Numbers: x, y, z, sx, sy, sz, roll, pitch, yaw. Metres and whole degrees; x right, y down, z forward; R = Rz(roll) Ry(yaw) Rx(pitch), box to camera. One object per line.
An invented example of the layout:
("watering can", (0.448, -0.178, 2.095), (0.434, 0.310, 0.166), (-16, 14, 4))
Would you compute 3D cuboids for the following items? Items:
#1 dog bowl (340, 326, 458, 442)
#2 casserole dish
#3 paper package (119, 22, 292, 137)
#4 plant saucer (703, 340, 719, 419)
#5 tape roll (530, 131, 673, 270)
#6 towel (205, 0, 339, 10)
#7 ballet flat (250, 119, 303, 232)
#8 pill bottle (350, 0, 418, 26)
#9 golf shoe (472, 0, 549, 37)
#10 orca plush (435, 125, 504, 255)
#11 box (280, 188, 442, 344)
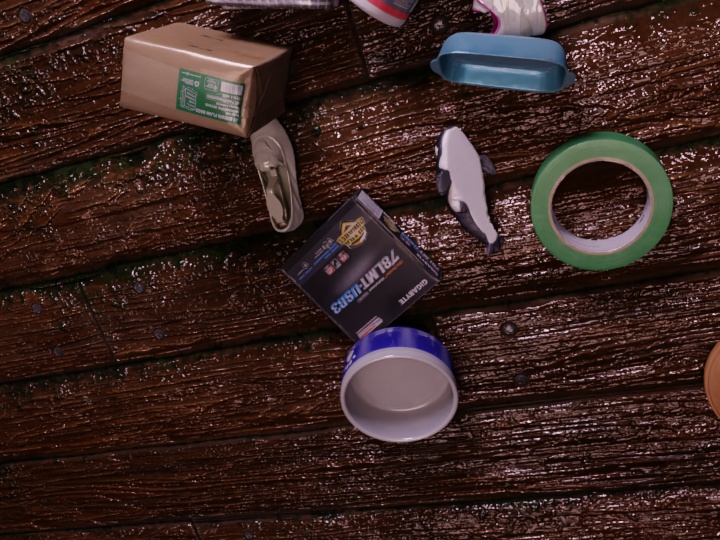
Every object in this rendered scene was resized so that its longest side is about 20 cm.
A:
("dog bowl", (0.066, 0.197, 1.236), (0.198, 0.079, 0.202), (1, 124, 2))
("casserole dish", (0.196, -0.287, 0.990), (0.198, 0.121, 0.039), (10, 86, 12))
("paper package", (-0.221, -0.283, 1.054), (0.198, 0.191, 0.104), (15, 118, 7))
("plant saucer", (0.630, 0.176, 1.093), (0.198, 0.037, 0.202), (6, 104, 26))
("tape roll", (0.353, -0.101, 1.064), (0.198, 0.048, 0.202), (6, 115, 12))
("towel", (-0.130, -0.453, 1.012), (0.198, 0.086, 0.167), (5, 114, 13))
("ballet flat", (-0.138, -0.154, 1.163), (0.069, 0.070, 0.202), (-6, 112, 17))
("pill bottle", (0.060, -0.440, 0.947), (0.119, 0.120, 0.201), (35, 118, -3))
("golf shoe", (0.179, -0.396, 0.957), (0.091, 0.075, 0.201), (-22, 106, 16))
("orca plush", (0.161, -0.122, 1.113), (0.105, 0.071, 0.201), (-43, 107, -18))
("box", (0.000, 0.000, 1.207), (0.199, 0.050, 0.200), (46, 118, -7))
